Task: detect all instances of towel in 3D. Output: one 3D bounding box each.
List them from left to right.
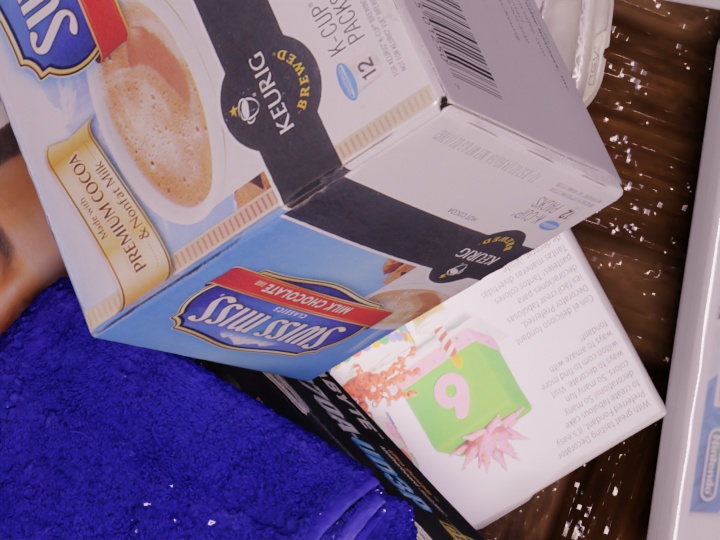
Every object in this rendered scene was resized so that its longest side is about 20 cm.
[{"bbox_3d":[-0.090,0.106,0.733,0.147,0.050,0.200,32,61,10],"label":"towel"}]

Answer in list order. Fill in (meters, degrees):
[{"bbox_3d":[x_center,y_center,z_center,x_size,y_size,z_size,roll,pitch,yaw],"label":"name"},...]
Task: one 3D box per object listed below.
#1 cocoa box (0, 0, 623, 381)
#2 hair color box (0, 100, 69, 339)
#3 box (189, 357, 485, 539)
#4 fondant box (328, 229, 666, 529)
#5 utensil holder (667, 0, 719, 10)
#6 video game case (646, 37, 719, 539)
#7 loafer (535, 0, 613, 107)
[{"bbox_3d":[-0.034,-0.086,0.783,0.131,0.133,0.201,-31,68,21],"label":"cocoa box"},{"bbox_3d":[-0.152,0.033,0.803,0.200,0.061,0.102,-47,113,-31],"label":"hair color box"},{"bbox_3d":[-0.050,0.138,0.836,0.200,0.159,0.046,-53,144,11],"label":"box"},{"bbox_3d":[0.000,0.000,0.917,0.144,0.058,0.201,-30,101,-5],"label":"fondant box"},{"bbox_3d":[0.172,-0.184,0.869,0.169,0.170,0.201,8,97,-11],"label":"utensil holder"},{"bbox_3d":[0.200,0.021,0.952,0.181,0.022,0.201,4,96,-26],"label":"video game case"},{"bbox_3d":[0.050,-0.149,0.856,0.069,0.070,0.201,4,88,-26],"label":"loafer"}]
